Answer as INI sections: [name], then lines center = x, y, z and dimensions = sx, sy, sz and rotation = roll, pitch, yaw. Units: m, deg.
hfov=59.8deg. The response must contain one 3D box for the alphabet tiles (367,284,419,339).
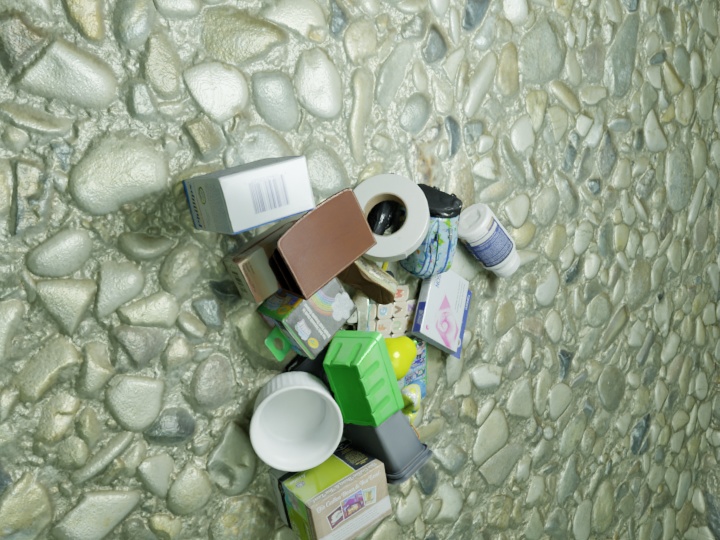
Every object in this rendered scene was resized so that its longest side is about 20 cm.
[alphabet tiles]
center = 0.076, 0.139, 1.569
dimensions = 0.192, 0.014, 0.205
rotation = -2, 99, -35

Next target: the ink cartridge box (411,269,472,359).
[ink cartridge box]
center = 0.227, 0.104, 1.628
dimensions = 0.198, 0.043, 0.200
rotation = 29, 65, -34

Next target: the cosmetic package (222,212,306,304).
[cosmetic package]
center = -0.175, -0.030, 1.316
dimensions = 0.199, 0.087, 0.105
rotation = -37, 116, -25

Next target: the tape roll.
[tape roll]
center = 0.058, -0.119, 1.411
dimensions = 0.205, 0.200, 0.037
rotation = -60, 161, -11

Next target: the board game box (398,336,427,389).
[board game box]
center = 0.087, 0.258, 1.574
dimensions = 0.197, 0.029, 0.138
rotation = -17, 117, -33

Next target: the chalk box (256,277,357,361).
[chalk box]
center = -0.129, 0.099, 1.350
dimensions = 0.200, 0.123, 0.125
rotation = -46, 121, -19

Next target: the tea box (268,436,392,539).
[tea box]
center = -0.068, 0.498, 1.410
dimensions = 0.197, 0.195, 0.137
rotation = -21, 108, -30

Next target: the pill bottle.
[pill bottle]
center = 0.343, -0.074, 1.669
dimensions = 0.200, 0.110, 0.112
rotation = 44, 72, -32

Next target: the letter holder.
[letter holder]
center = -0.089, -0.064, 1.256
dimensions = 0.199, 0.100, 0.144
rotation = -39, 118, -24

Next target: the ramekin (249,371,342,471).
[ramekin]
center = -0.141, 0.318, 1.352
dimensions = 0.196, 0.098, 0.205
rotation = -3, 108, -10

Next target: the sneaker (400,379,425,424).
[sneaker]
center = 0.116, 0.350, 1.568
dimensions = 0.105, 0.075, 0.202
rotation = -36, 158, -49

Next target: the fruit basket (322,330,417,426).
[fruit basket]
center = 0.030, 0.212, 1.378
dimensions = 0.214, 0.153, 0.221
rotation = 6, 83, -57

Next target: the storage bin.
[storage bin]
center = 0.059, 0.385, 1.455
dimensions = 0.144, 0.199, 0.136
rotation = -33, 100, -29

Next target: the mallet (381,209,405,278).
[mallet]
center = 0.061, -0.047, 1.474
dimensions = 0.065, 0.041, 0.204
rotation = -12, 127, -34

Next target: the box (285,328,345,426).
[box]
center = -0.052, 0.243, 1.439
dimensions = 0.160, 0.044, 0.201
rotation = -40, 115, -3

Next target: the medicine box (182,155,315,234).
[medicine box]
center = -0.215, -0.147, 1.199
dimensions = 0.180, 0.198, 0.105
rotation = -21, 107, -31

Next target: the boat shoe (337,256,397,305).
[boat shoe]
center = 0.000, 0.000, 1.444
dimensions = 0.199, 0.073, 0.063
rotation = 39, 41, -12

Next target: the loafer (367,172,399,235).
[loafer]
center = 0.059, -0.130, 1.481
dimensions = 0.070, 0.068, 0.204
rotation = 26, 79, -27

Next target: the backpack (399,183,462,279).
[backpack]
center = 0.163, -0.082, 1.519
dimensions = 0.152, 0.162, 0.203
rotation = -31, 131, -25

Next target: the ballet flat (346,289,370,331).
[ballet flat]
center = -0.016, 0.138, 1.472
dimensions = 0.061, 0.067, 0.205
rotation = 2, 96, -28
